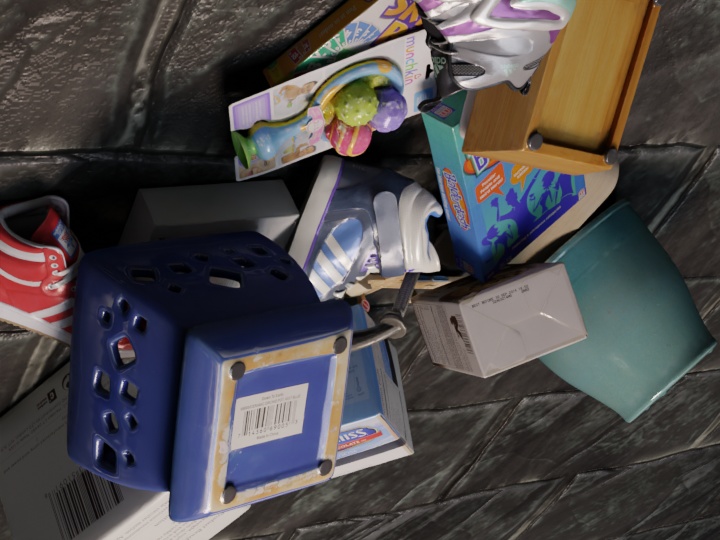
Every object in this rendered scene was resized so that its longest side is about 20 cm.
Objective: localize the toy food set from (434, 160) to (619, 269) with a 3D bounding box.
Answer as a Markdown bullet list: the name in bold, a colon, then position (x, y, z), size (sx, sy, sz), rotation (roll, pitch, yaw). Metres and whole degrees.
- **toy food set**: position (0.159, -0.071, 1.610), size (0.143, 0.061, 0.200), rotation (15, 129, -34)

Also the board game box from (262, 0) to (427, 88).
- **board game box**: position (0.019, -0.207, 1.313), size (0.200, 0.030, 0.095), rotation (-39, 148, 14)

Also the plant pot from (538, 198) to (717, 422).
- **plant pot**: position (0.284, 0.058, 1.699), size (0.200, 0.188, 0.200), rotation (-39, 170, -9)

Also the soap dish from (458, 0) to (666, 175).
- **soap dish**: position (0.179, -0.185, 1.338), size (0.156, 0.081, 0.202), rotation (7, 102, -43)

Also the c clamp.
- **c clamp**: position (0.027, 0.012, 1.512), size (0.169, 0.201, 0.027), rotation (-4, 129, 29)

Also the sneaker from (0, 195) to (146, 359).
- **sneaker**: position (-0.243, 0.006, 1.338), size (0.199, 0.072, 0.113), rotation (18, 128, -24)

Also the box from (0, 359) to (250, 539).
- **box**: position (-0.248, 0.200, 1.538), size (0.198, 0.201, 0.130), rotation (-38, 146, 16)

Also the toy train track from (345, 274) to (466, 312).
- **toy train track**: position (0.053, 0.024, 1.650), size (0.114, 0.033, 0.199), rotation (-24, 165, 37)

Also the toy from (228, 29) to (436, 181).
- **toy**: position (-0.014, -0.131, 1.329), size (0.198, 0.047, 0.115), rotation (-19, 151, -12)

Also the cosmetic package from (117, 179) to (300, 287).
- **cosmetic package**: position (-0.161, 0.001, 1.455), size (0.150, 0.052, 0.201), rotation (-8, 144, -33)

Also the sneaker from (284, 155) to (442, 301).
- **sneaker**: position (0.000, 0.000, 1.456), size (0.145, 0.081, 0.202), rotation (19, 106, -7)

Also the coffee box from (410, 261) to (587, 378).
- **coffee box**: position (0.134, 0.047, 1.528), size (0.112, 0.080, 0.200), rotation (-20, -176, -10)

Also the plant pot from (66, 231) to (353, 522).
- **plant pot**: position (-0.122, 0.094, 1.317), size (0.199, 0.179, 0.202), rotation (-9, 117, -41)

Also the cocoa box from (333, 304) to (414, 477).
- **cocoa box**: position (-0.061, 0.142, 1.627), size (0.198, 0.134, 0.131), rotation (-17, 151, 11)

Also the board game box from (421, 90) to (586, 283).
- **board game box**: position (0.139, -0.109, 1.441), size (0.152, 0.045, 0.201), rotation (-40, 138, -22)

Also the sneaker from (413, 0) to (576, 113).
- **sneaker**: position (0.064, -0.196, 1.234), size (0.198, 0.078, 0.141), rotation (18, 111, -14)
